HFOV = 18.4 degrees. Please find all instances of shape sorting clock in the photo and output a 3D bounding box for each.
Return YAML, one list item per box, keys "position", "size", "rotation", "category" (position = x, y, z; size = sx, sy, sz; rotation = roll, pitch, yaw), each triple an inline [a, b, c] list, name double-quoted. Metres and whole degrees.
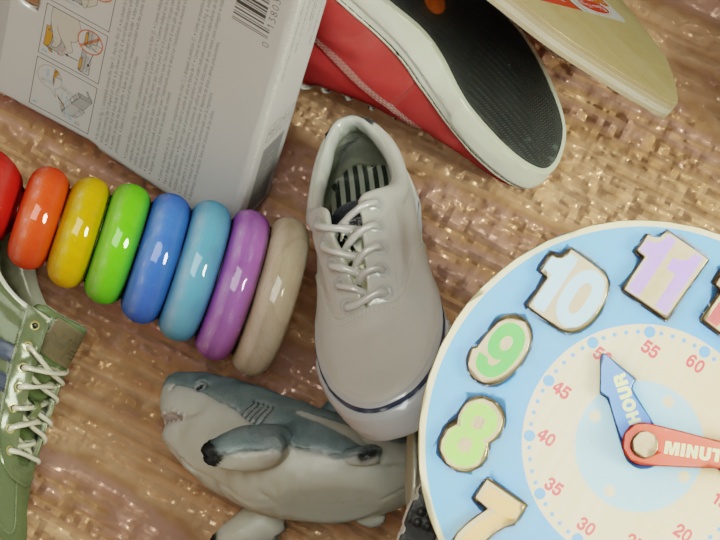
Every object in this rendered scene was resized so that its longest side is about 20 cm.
- position: [0.124, 0.078, 0.980]
  size: [0.198, 0.039, 0.202]
  rotation: [-1, 82, 5]
  category: "shape sorting clock"

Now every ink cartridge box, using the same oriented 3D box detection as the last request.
- position: [-0.109, -0.140, 1.149]
  size: [0.175, 0.201, 0.045]
  rotation: [32, 46, 11]
  category: "ink cartridge box"

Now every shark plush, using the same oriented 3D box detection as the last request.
- position: [-0.006, 0.081, 1.152]
  size: [0.198, 0.091, 0.084]
  rotation: [-9, 46, 8]
  category: "shark plush"

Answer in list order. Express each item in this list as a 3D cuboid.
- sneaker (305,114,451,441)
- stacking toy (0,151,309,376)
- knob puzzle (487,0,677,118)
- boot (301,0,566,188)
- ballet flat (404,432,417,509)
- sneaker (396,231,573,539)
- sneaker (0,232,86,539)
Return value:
- position: [0.000, 0.000, 1.115]
  size: [0.073, 0.071, 0.201]
  rotation: [-21, 39, 9]
  category: "sneaker"
- position: [-0.131, -0.012, 1.148]
  size: [0.198, 0.085, 0.086]
  rotation: [17, 78, -8]
  category: "stacking toy"
- position: [0.083, -0.141, 1.136]
  size: [0.220, 0.219, 0.031]
  rotation: [45, 110, 13]
  category: "knob puzzle"
- position: [0.005, -0.105, 1.195]
  size: [0.200, 0.144, 0.073]
  rotation: [43, 50, -19]
  category: "boot"
- position: [0.060, 0.135, 1.090]
  size: [0.067, 0.068, 0.201]
  rotation: [-12, 70, -15]
  category: "ballet flat"
- position: [0.073, 0.080, 1.046]
  size: [0.073, 0.080, 0.201]
  rotation: [27, 85, -3]
  category: "sneaker"
- position: [-0.186, 0.051, 1.172]
  size: [0.089, 0.067, 0.202]
  rotation: [-18, 73, 7]
  category: "sneaker"
